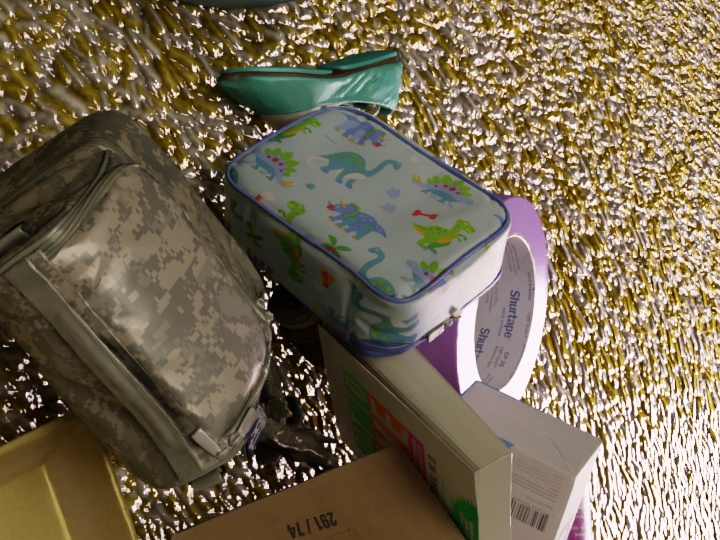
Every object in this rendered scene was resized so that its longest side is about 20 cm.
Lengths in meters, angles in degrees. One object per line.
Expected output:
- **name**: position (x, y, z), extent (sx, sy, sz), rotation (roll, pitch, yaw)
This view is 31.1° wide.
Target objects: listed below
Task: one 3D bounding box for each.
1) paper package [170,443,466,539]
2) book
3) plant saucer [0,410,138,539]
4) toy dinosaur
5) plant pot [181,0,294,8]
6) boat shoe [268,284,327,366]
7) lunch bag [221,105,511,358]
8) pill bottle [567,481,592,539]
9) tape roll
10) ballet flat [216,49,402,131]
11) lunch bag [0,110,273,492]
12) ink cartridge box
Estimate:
- **paper package**: position (-0.015, 0.240, 0.883), extent (0.199, 0.104, 0.191), rotation (-19, 60, -33)
- **book**: position (0.044, 0.132, 0.967), extent (0.048, 0.200, 0.135), rotation (-23, 130, -23)
- **plant saucer**: position (-0.221, 0.213, 0.793), extent (0.199, 0.048, 0.202), rotation (-25, 100, -47)
- **toy dinosaur**: position (-0.086, 0.072, 0.961), extent (0.102, 0.076, 0.201), rotation (59, 6, -87)
- **plant pot**: position (-0.069, -0.305, 0.985), extent (0.199, 0.195, 0.198), rotation (21, 65, -52)
- **boat shoe**: position (0.000, 0.000, 1.073), extent (0.200, 0.072, 0.068), rotation (-48, 126, -38)
- **lunch bag**: position (0.006, -0.036, 0.987), extent (0.160, 0.199, 0.083), rotation (-36, 150, -35)
- **pill bottle**: position (0.150, 0.265, 1.137), extent (0.112, 0.112, 0.202), rotation (12, 72, -45)
- **tape roll**: position (0.097, 0.033, 1.119), extent (0.200, 0.065, 0.202), rotation (-27, 121, -58)
- **ballet flat**: position (-0.034, -0.141, 1.072), extent (0.199, 0.067, 0.071), rotation (-16, 107, -46)
- **lunch bag**: position (-0.147, 0.024, 0.805), extent (0.201, 0.139, 0.168), rotation (54, 12, -25)
- **ink cartridge box**: position (0.105, 0.205, 1.041), extent (0.068, 0.115, 0.201), rotation (-34, 144, -55)
